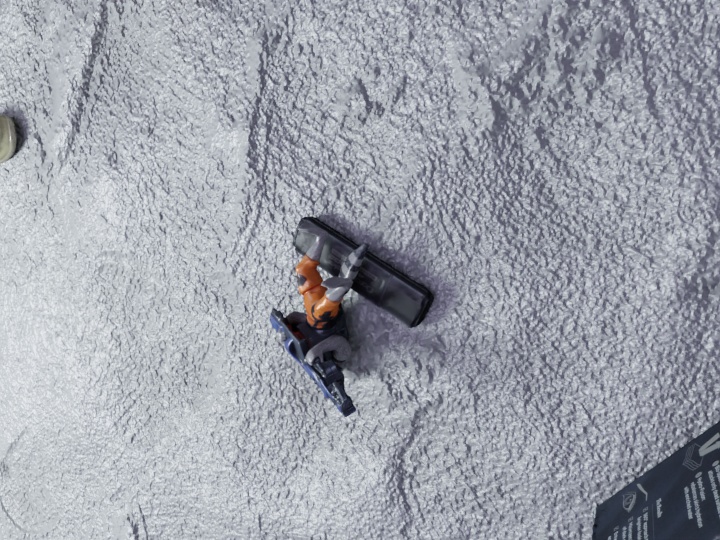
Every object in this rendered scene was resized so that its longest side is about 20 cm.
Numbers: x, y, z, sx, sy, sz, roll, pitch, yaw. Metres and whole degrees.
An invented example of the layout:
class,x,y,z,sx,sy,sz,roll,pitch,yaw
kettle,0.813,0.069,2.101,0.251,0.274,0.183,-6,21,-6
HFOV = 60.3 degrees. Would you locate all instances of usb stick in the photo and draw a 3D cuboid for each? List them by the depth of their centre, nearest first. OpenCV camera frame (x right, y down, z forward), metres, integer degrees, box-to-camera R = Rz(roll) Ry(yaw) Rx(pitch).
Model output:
class,x,y,z,sx,sy,sz,roll,pitch,yaw
usb stick,0.000,0.000,0.769,0.198,0.032,0.056,33,118,17

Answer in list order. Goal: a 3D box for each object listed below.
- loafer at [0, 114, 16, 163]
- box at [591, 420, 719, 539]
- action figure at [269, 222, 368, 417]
class,x,y,z,sx,sy,sz,roll,pitch,yaw
loafer,-0.647,-0.208,1.019,0.196,0.068,0.077,-10,94,26
box,0.322,0.257,0.565,0.118,0.196,0.200,47,113,10
action figure,-0.031,0.071,0.741,0.200,0.103,0.196,47,143,40
